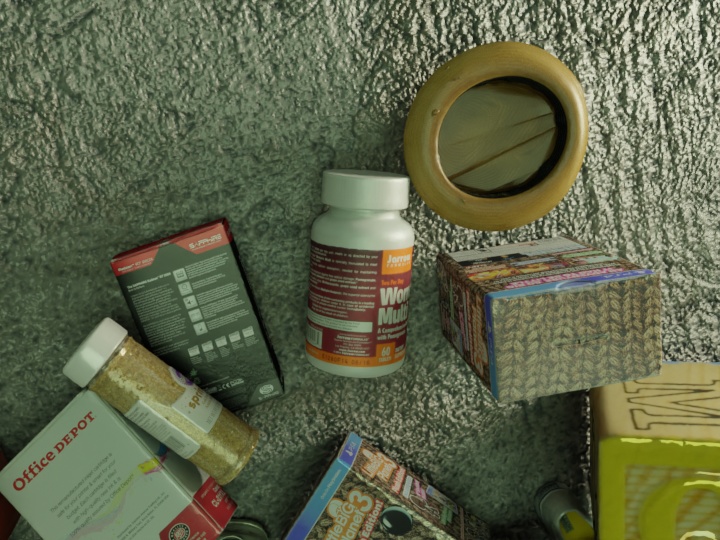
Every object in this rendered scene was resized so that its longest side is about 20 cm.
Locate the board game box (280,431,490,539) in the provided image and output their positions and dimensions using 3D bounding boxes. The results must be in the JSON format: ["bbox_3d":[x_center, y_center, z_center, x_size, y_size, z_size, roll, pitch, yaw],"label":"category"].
[{"bbox_3d":[0.022,0.312,0.794,0.199,0.097,0.160,32,97,4],"label":"board game box"}]

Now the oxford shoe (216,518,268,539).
[{"bbox_3d":[-0.205,0.326,0.812,0.198,0.058,0.076,-2,105,-6],"label":"oxford shoe"}]

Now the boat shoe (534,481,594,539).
[{"bbox_3d":[0.293,0.358,0.878,0.074,0.086,0.203,-32,105,0],"label":"boat shoe"}]

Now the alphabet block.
[{"bbox_3d":[0.353,0.223,0.770,0.194,0.200,0.198,-3,103,16],"label":"alphabet block"}]

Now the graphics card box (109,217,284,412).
[{"bbox_3d":[-0.169,0.058,0.760,0.124,0.051,0.202,-19,104,-3],"label":"graphics card box"}]

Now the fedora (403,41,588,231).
[{"bbox_3d":[0.136,-0.139,0.744,0.198,0.082,0.203,-2,103,-9],"label":"fedora"}]

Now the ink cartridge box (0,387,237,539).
[{"bbox_3d":[-0.252,0.235,0.747,0.146,0.083,0.200,-43,89,3],"label":"ink cartridge box"}]

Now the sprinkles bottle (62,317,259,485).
[{"bbox_3d":[-0.198,0.133,0.714,0.200,0.068,0.068,41,94,-13],"label":"sprinkles bottle"}]

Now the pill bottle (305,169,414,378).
[{"bbox_3d":[0.000,0.000,0.742,0.108,0.110,0.202,2,103,-9],"label":"pill bottle"}]

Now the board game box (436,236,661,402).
[{"bbox_3d":[0.180,0.039,0.723,0.158,0.200,0.098,-8,104,-6],"label":"board game box"}]

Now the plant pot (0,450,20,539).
[{"bbox_3d":[-0.438,0.266,0.684,0.198,0.195,0.203,0,106,-1],"label":"plant pot"}]
